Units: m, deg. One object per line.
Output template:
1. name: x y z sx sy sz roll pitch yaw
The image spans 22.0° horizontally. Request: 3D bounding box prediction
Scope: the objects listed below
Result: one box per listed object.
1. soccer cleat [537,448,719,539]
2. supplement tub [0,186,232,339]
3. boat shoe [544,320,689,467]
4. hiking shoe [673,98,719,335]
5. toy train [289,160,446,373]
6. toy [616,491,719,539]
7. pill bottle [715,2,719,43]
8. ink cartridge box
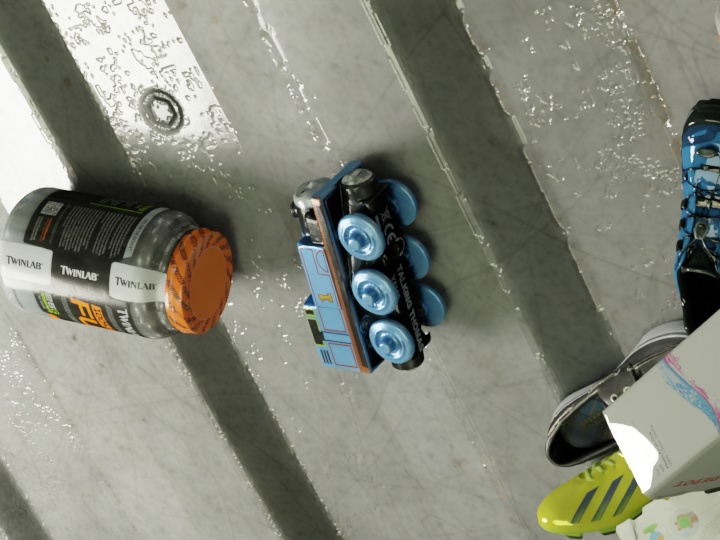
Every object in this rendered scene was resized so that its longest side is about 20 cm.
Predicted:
1. soccer cleat: 0.239 0.164 1.576 0.199 0.065 0.084 -20 118 2
2. supplement tub: -0.228 -0.005 1.733 0.199 0.123 0.123 11 127 24
3. boat shoe: 0.228 0.113 1.590 0.070 0.066 0.200 47 133 -9
4. hiking shoe: 0.281 -0.034 1.438 0.074 0.087 0.201 5 125 27
5. toy train: 0.000 0.000 1.632 0.114 0.087 0.201 5 125 35
6. toy: 0.304 0.241 1.642 0.115 0.047 0.201 -34 92 17
7. pill bottle: 0.329 -0.108 1.337 0.113 0.114 0.201 -1 121 31
8. ink cartridge box: 0.307 0.087 1.428 0.200 0.145 0.088 -50 56 39
